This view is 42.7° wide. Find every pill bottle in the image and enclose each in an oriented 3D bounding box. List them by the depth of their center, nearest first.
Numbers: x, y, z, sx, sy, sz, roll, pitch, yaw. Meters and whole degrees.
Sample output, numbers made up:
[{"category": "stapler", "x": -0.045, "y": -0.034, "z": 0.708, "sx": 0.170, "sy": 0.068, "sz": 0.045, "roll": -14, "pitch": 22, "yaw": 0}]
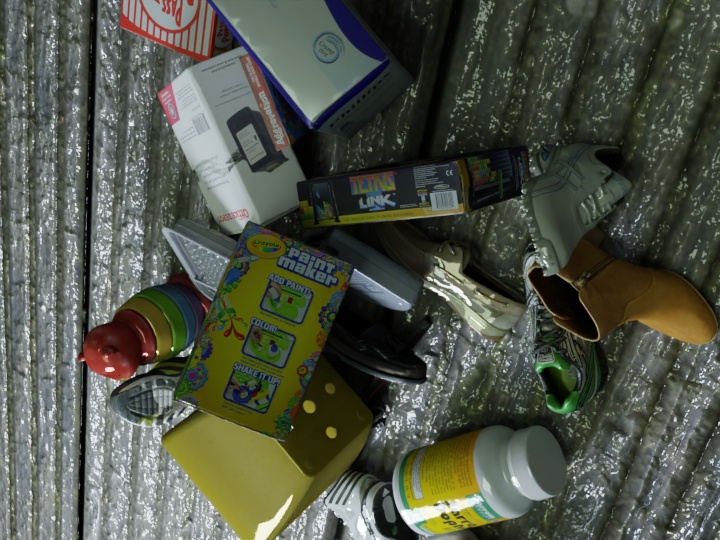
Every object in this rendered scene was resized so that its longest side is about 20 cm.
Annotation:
[{"category": "pill bottle", "x": 0.146, "y": 0.255, "z": 1.134, "sx": 0.200, "sy": 0.113, "sz": 0.113, "roll": -25, "pitch": 96, "yaw": 37}]

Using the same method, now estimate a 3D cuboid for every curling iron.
[{"category": "curling iron", "x": 0.044, "y": 0.135, "z": 1.205, "sx": 0.050, "sy": 0.026, "sz": 0.200, "roll": 25, "pitch": 120, "yaw": -4}]

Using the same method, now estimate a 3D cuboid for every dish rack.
[{"category": "dish rack", "x": -0.164, "y": 0.007, "z": 1.219, "sx": 0.171, "sy": 0.044, "sz": 0.200, "roll": 27, "pitch": 159, "yaw": 21}]

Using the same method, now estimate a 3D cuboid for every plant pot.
[{"category": "plant pot", "x": -0.101, "y": 0.210, "z": 1.200, "sx": 0.200, "sy": 0.200, "sz": 0.176, "roll": 49, "pitch": 139, "yaw": 4}]

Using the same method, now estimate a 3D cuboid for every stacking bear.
[{"category": "stacking bear", "x": -0.300, "y": 0.088, "z": 1.291, "sx": 0.121, "sy": 0.200, "sz": 0.114, "roll": -4, "pitch": 107, "yaw": 35}]

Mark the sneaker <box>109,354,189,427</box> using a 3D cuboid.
[{"category": "sneaker", "x": -0.283, "y": 0.169, "z": 1.327, "sx": 0.085, "sy": 0.200, "sz": 0.075, "roll": 19, "pitch": 106, "yaw": 37}]

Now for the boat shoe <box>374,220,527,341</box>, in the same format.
[{"category": "boat shoe", "x": 0.106, "y": -0.005, "z": 1.073, "sx": 0.200, "sy": 0.072, "sz": 0.065, "roll": 42, "pitch": 119, "yaw": 7}]

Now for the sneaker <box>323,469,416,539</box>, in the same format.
[{"category": "sneaker", "x": 0.012, "y": 0.365, "z": 1.313, "sx": 0.115, "sy": 0.076, "sz": 0.201, "roll": 19, "pitch": 126, "yaw": 44}]

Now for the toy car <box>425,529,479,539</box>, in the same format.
[{"category": "toy car", "x": 0.150, "y": 0.447, "z": 1.211, "sx": 0.150, "sy": 0.175, "sz": 0.200, "roll": 8, "pitch": 121, "yaw": -11}]

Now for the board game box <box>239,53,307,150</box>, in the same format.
[{"category": "board game box", "x": -0.095, "y": -0.194, "z": 1.043, "sx": 0.019, "sy": 0.200, "sz": 0.103, "roll": -22, "pitch": 100, "yaw": 6}]

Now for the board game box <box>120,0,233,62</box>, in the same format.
[{"category": "board game box", "x": -0.218, "y": -0.373, "z": 1.128, "sx": 0.151, "sy": 0.046, "sz": 0.200, "roll": 26, "pitch": 123, "yaw": 22}]

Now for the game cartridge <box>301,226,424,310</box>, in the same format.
[{"category": "game cartridge", "x": 0.000, "y": 0.000, "z": 1.075, "sx": 0.133, "sy": 0.041, "sz": 0.200, "roll": 36, "pitch": 172, "yaw": -11}]

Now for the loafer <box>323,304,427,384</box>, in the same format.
[{"category": "loafer", "x": 0.004, "y": 0.086, "z": 1.166, "sx": 0.200, "sy": 0.072, "sz": 0.063, "roll": 20, "pitch": 103, "yaw": 40}]

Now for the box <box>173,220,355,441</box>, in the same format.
[{"category": "box", "x": -0.109, "y": 0.065, "z": 1.004, "sx": 0.122, "sy": 0.200, "sz": 0.193, "roll": 22, "pitch": 84, "yaw": -7}]

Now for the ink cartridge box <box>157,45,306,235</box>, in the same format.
[{"category": "ink cartridge box", "x": -0.155, "y": -0.153, "z": 1.132, "sx": 0.145, "sy": 0.084, "sz": 0.200, "roll": -5, "pitch": 111, "yaw": 64}]

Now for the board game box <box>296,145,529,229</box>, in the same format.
[{"category": "board game box", "x": 0.059, "y": -0.091, "z": 0.997, "sx": 0.200, "sy": 0.165, "sz": 0.057, "roll": -4, "pitch": 101, "yaw": 34}]

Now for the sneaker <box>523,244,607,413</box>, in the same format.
[{"category": "sneaker", "x": 0.222, "y": 0.064, "z": 1.016, "sx": 0.078, "sy": 0.085, "sz": 0.200, "roll": -9, "pitch": 105, "yaw": 36}]

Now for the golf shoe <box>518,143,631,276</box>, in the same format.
[{"category": "golf shoe", "x": 0.211, "y": -0.072, "z": 0.893, "sx": 0.097, "sy": 0.200, "sz": 0.078, "roll": -10, "pitch": 123, "yaw": 24}]

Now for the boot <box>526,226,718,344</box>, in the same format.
[{"category": "boot", "x": 0.263, "y": 0.038, "z": 0.934, "sx": 0.201, "sy": 0.144, "sz": 0.071, "roll": 38, "pitch": 130, "yaw": 6}]

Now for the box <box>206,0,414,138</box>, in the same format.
[{"category": "box", "x": -0.049, "y": -0.244, "z": 0.967, "sx": 0.105, "sy": 0.200, "sz": 0.184, "roll": -40, "pitch": 87, "yaw": 11}]
